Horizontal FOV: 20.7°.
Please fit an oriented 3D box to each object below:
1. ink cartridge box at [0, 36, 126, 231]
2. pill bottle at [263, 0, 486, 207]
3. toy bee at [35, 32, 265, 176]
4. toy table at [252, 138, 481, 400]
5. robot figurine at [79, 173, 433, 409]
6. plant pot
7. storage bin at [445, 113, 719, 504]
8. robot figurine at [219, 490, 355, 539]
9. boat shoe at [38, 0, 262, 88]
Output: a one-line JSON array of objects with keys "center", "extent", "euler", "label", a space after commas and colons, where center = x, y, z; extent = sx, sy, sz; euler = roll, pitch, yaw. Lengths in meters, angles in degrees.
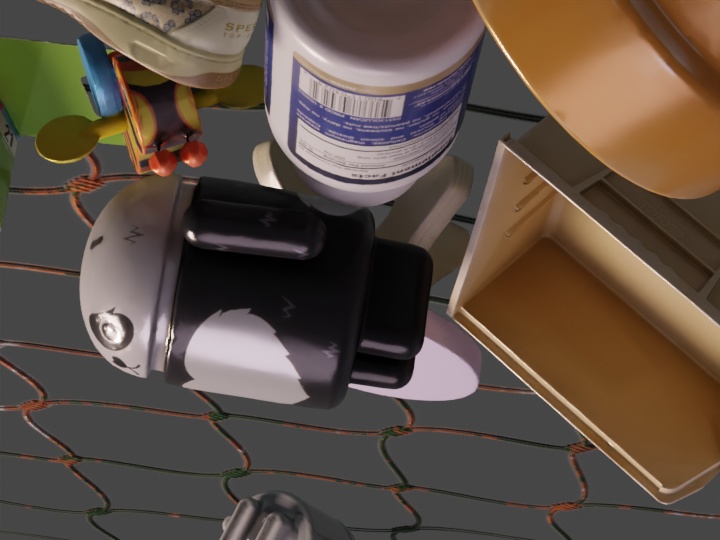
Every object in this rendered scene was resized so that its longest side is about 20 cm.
[{"center": [-0.234, -0.082, 1.214], "extent": [0.199, 0.076, 0.148], "euler": [5, 159, 7], "label": "ink cartridge box"}, {"center": [0.005, -0.108, 1.030], "extent": [0.111, 0.111, 0.200], "euler": [7, 159, -1], "label": "pill bottle"}, {"center": [-0.121, -0.091, 1.089], "extent": [0.131, 0.109, 0.200], "euler": [-24, 161, 11], "label": "toy bee"}, {"center": [0.000, 0.000, 1.301], "extent": [0.183, 0.118, 0.200], "euler": [-9, 154, 35], "label": "toy table"}, {"center": [-0.062, 0.014, 1.135], "extent": [0.199, 0.151, 0.125], "euler": [10, -157, -3], "label": "robot figurine"}, {"center": [0.160, -0.158, 0.777], "extent": [0.200, 0.201, 0.183], "euler": [25, 137, -39], "label": "plant pot"}, {"center": [0.166, 0.015, 1.153], "extent": [0.198, 0.094, 0.200], "euler": [42, 153, 16], "label": "storage bin"}, {"center": [-0.073, 0.305, 2.109], "extent": [0.169, 0.113, 0.200], "euler": [26, 173, 36], "label": "robot figurine"}, {"center": [-0.136, -0.162, 0.962], "extent": [0.200, 0.073, 0.063], "euler": [29, 117, 5], "label": "boat shoe"}]
